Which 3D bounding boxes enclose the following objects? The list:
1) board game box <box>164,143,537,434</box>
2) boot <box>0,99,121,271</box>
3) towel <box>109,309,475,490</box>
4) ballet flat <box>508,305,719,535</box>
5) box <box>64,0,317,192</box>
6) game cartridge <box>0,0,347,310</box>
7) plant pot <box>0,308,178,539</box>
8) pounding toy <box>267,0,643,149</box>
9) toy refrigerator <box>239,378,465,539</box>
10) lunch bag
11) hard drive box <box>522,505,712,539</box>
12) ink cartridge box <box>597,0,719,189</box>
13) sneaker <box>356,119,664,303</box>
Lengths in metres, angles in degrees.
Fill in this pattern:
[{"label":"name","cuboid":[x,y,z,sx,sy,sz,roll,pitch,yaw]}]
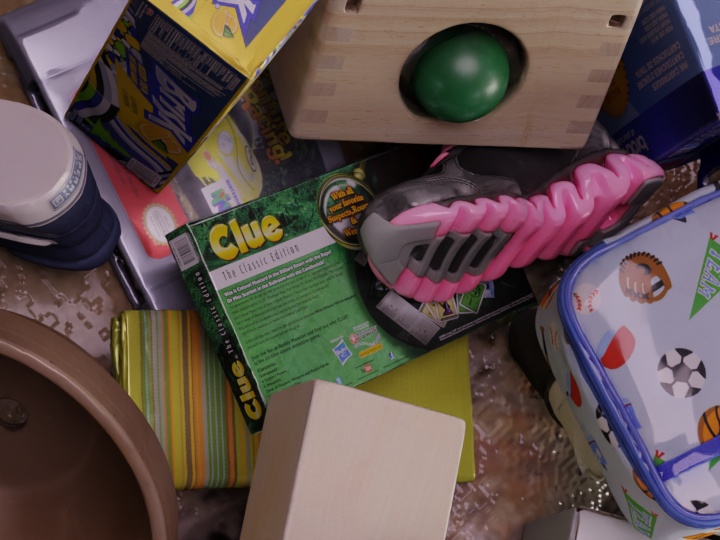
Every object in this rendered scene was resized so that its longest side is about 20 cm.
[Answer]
[{"label":"board game box","cuboid":[0.000,0.000,1.154,0.200,0.023,0.105,-22,90,-44]},{"label":"boot","cuboid":[-0.212,-0.056,1.127,0.199,0.090,0.073,25,72,21]},{"label":"towel","cuboid":[-0.031,0.065,1.154,0.199,0.018,0.087,2,82,-31]},{"label":"ballet flat","cuboid":[0.154,0.083,1.170,0.199,0.068,0.068,27,45,14]},{"label":"box","cuboid":[-0.077,-0.102,1.066,0.064,0.200,0.070,40,71,-5]},{"label":"game cartridge","cuboid":[-0.083,-0.064,1.182,0.133,0.041,0.201,-26,86,-24]},{"label":"plant pot","cuboid":[-0.174,0.088,1.068,0.200,0.201,0.093,32,30,-7]},{"label":"pounding toy","cuboid":[0.056,-0.149,1.126,0.183,0.143,0.200,1,44,-19]},{"label":"toy refrigerator","cuboid":[-0.017,0.157,1.027,0.076,0.070,0.201,16,75,-19]},{"label":"lunch bag","cuboid":[0.197,0.037,1.124,0.199,0.076,0.161,-24,77,-16]},{"label":"hard drive box","cuboid":[0.173,0.219,1.170,0.199,0.077,0.157,16,74,-13]},{"label":"ink cartridge box","cuboid":[0.166,-0.133,1.215,0.076,0.136,0.201,-20,84,-18]},{"label":"sneaker","cuboid":[0.062,-0.048,1.175,0.200,0.079,0.096,-14,64,-45]}]
